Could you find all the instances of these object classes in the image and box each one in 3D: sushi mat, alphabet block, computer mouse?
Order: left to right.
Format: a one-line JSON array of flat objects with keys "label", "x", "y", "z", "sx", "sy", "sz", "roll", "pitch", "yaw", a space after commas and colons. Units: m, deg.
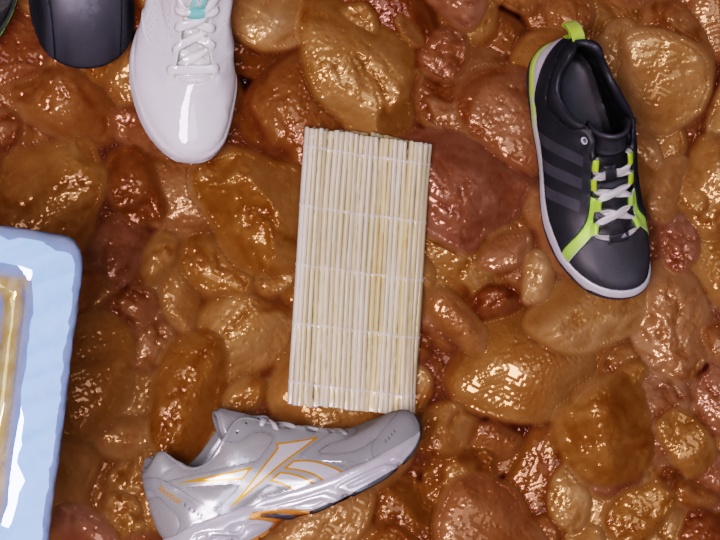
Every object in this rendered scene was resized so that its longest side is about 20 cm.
[{"label": "alphabet block", "x": -0.280, "y": 0.073, "z": 1.091, "sx": 0.194, "sy": 0.200, "sz": 0.198, "roll": 10, "pitch": 82, "yaw": -11}, {"label": "computer mouse", "x": -0.222, "y": -0.241, "z": 1.215, "sx": 0.139, "sy": 0.046, "sz": 0.202, "roll": 0, "pitch": 84, "yaw": -15}, {"label": "sushi mat", "x": 0.000, "y": 0.000, "z": 1.261, "sx": 0.095, "sy": 0.012, "sz": 0.202, "roll": 5, "pitch": 83, "yaw": -12}]

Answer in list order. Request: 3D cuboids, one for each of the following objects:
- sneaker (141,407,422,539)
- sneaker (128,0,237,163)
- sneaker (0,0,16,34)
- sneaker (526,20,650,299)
[{"label": "sneaker", "x": -0.055, "y": 0.125, "z": 1.206, "sx": 0.199, "sy": 0.076, "sz": 0.092, "roll": -23, "pitch": 85, "yaw": -16}, {"label": "sneaker", "x": -0.115, "y": -0.176, "z": 1.213, "sx": 0.075, "sy": 0.088, "sz": 0.202, "roll": 1, "pitch": 84, "yaw": -15}, {"label": "sneaker", "x": -0.292, "y": -0.151, "z": 1.165, "sx": 0.077, "sy": 0.084, "sz": 0.200, "roll": 38, "pitch": 82, "yaw": -7}, {"label": "sneaker", "x": 0.164, "y": -0.076, "z": 1.272, "sx": 0.071, "sy": 0.083, "sz": 0.201, "roll": -17, "pitch": 88, "yaw": -14}]
